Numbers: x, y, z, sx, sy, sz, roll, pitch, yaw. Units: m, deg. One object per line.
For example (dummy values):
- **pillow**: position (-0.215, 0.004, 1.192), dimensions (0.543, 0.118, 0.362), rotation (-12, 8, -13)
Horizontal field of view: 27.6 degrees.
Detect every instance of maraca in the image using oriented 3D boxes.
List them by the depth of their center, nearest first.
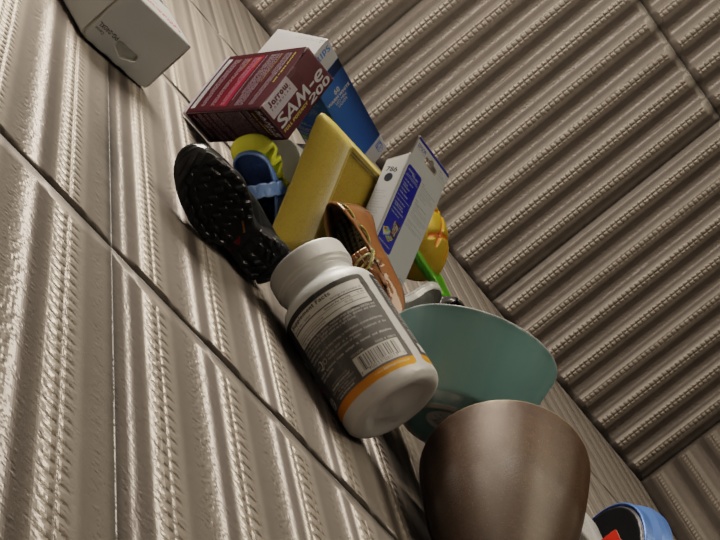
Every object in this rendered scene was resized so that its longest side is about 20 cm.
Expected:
- **maraca**: position (0.078, -0.034, 2.065), dimensions (0.201, 0.106, 0.137), rotation (59, 11, -8)

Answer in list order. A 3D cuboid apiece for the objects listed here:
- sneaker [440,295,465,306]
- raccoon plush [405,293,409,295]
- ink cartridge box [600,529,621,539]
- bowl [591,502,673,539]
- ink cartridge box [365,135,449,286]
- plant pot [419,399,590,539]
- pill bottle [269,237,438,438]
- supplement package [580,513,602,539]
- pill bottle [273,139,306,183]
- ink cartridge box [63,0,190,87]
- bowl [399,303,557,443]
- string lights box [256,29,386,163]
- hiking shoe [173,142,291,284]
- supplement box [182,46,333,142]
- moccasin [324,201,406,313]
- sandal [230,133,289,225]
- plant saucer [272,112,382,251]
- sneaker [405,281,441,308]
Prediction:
- **sneaker**: position (0.100, 0.120, 1.924), dimensions (0.076, 0.090, 0.202), rotation (28, 50, -41)
- **raccoon plush**: position (0.056, 0.089, 2.001), dimensions (0.134, 0.097, 0.201), rotation (24, 28, -57)
- **ink cartridge box**: position (0.207, 0.336, 1.495), dimensions (0.047, 0.160, 0.200), rotation (51, 8, -11)
- **bowl**: position (0.294, 0.369, 1.740), dimensions (0.039, 0.202, 0.201), rotation (29, 14, -15)
- **ink cartridge box**: position (0.048, -0.067, 1.903), dimensions (0.039, 0.202, 0.100), rotation (9, -25, 36)
- **plant pot**: position (0.148, 0.266, 1.491), dimensions (0.187, 0.186, 0.201), rotation (49, 22, -20)
- **pill bottle**: position (-0.011, 0.070, 1.573), dimensions (0.201, 0.116, 0.116), rotation (56, 9, 27)
- **supplement package**: position (0.188, 0.295, 1.710), dimensions (0.200, 0.119, 0.121), rotation (50, 9, -19)
- **pill bottle**: position (-0.076, -0.106, 2.002), dimensions (0.111, 0.110, 0.200), rotation (56, 8, 28)
- **ink cartridge box**: position (-0.310, -0.344, 1.807), dimensions (0.201, 0.083, 0.145), rotation (57, 9, 32)
- **bowl**: position (0.113, 0.136, 1.645), dimensions (0.201, 0.199, 0.106), rotation (45, 53, -39)
- **string lights box**: position (-0.053, -0.226, 1.980), dimensions (0.102, 0.059, 0.201), rotation (20, -29, 42)
- **hiking shoe**: position (-0.153, -0.071, 1.597), dimensions (0.101, 0.075, 0.201), rotation (48, -7, 48)
- **supplement box**: position (-0.134, -0.224, 1.887), dimensions (0.061, 0.109, 0.199), rotation (47, -22, -28)
- **moccasin**: position (0.001, -0.001, 1.756), dimensions (0.077, 0.073, 0.203), rotation (23, 44, -44)
- **sandal**: position (-0.110, -0.075, 1.862), dimensions (0.200, 0.079, 0.088), rotation (51, 35, -34)
- **plant saucer**: position (-0.020, -0.067, 1.882), dimensions (0.048, 0.202, 0.200), rotation (7, -22, 35)
- **sneaker**: position (0.079, 0.077, 1.860), dimensions (0.100, 0.071, 0.200), rotation (54, 20, 5)
